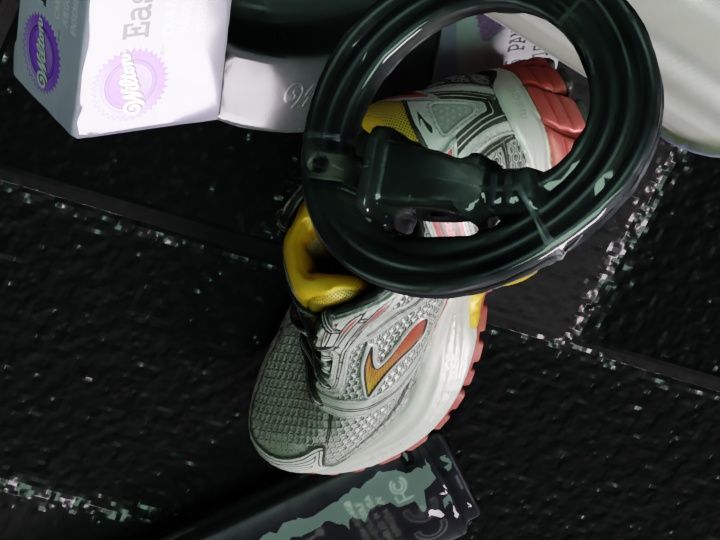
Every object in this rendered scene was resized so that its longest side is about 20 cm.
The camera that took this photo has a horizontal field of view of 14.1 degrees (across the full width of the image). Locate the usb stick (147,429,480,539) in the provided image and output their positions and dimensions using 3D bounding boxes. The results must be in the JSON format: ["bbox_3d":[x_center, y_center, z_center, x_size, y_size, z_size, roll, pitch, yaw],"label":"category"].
[{"bbox_3d":[-0.053,0.115,1.092,0.200,0.033,0.056,-25,117,2],"label":"usb stick"}]

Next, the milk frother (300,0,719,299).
[{"bbox_3d":[0.070,-0.073,0.830,0.188,0.180,0.200,26,87,-42],"label":"milk frother"}]

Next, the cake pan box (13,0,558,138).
[{"bbox_3d":[-0.010,-0.140,0.903,0.184,0.052,0.200,-8,125,-27],"label":"cake pan box"}]

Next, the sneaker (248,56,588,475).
[{"bbox_3d":[0.000,0.000,0.978,0.082,0.078,0.200,-6,145,-31],"label":"sneaker"}]
